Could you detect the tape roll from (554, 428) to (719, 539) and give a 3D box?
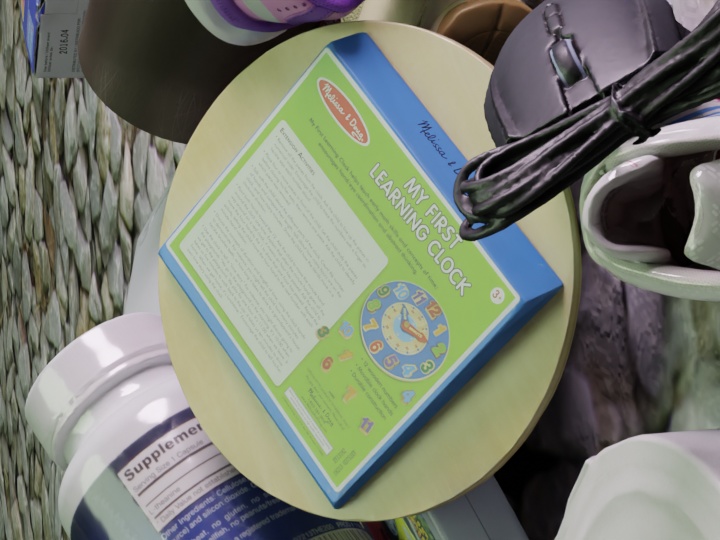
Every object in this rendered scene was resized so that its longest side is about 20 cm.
[{"bbox_3d":[0.128,0.149,0.658,0.202,0.071,0.203,176,90,-73],"label":"tape roll"}]

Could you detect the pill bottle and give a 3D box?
[{"bbox_3d":[-0.068,0.118,0.928,0.200,0.111,0.111,50,146,25],"label":"pill bottle"}]

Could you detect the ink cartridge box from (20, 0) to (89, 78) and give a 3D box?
[{"bbox_3d":[-0.122,-0.184,1.175,0.137,0.199,0.076,105,155,-43],"label":"ink cartridge box"}]

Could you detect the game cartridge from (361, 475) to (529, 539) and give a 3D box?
[{"bbox_3d":[0.030,0.104,0.886,0.200,0.041,0.133,59,162,14],"label":"game cartridge"}]

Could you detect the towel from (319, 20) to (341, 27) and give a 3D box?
[{"bbox_3d":[-0.041,-0.049,1.081,0.200,0.022,0.145,-62,16,18],"label":"towel"}]

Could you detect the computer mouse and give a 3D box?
[{"bbox_3d":[0.096,-0.081,0.676,0.046,0.140,0.200,57,-160,-7],"label":"computer mouse"}]

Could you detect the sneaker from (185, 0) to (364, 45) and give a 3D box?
[{"bbox_3d":[0.015,-0.169,0.834,0.081,0.200,0.088,47,166,-27],"label":"sneaker"}]

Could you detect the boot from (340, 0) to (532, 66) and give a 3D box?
[{"bbox_3d":[0.034,-0.056,0.921,0.156,0.073,0.201,-114,21,-57],"label":"boot"}]

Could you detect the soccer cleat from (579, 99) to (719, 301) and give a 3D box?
[{"bbox_3d":[0.102,-0.026,0.684,0.200,0.086,0.070,-177,84,-73],"label":"soccer cleat"}]

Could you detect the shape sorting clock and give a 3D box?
[{"bbox_3d":[0.000,0.000,0.820,0.199,0.039,0.201,1,92,36],"label":"shape sorting clock"}]

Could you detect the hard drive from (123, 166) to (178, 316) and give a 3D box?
[{"bbox_3d":[-0.097,0.007,1.097,0.132,0.026,0.200,-56,19,34],"label":"hard drive"}]

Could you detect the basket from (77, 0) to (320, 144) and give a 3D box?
[{"bbox_3d":[-0.066,-0.174,1.049,0.181,0.136,0.200,-90,21,-43],"label":"basket"}]
